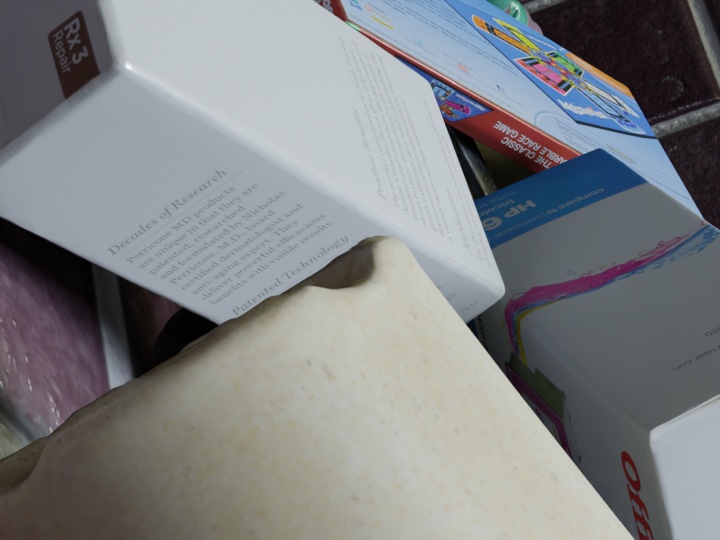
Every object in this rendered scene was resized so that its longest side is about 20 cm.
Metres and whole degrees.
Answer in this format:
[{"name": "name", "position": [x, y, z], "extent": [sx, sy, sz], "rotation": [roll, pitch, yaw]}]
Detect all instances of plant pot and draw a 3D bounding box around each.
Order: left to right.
[{"name": "plant pot", "position": [-0.002, 0.100, 0.524], "extent": [0.184, 0.200, 0.200], "rotation": [60, 9, -1]}]

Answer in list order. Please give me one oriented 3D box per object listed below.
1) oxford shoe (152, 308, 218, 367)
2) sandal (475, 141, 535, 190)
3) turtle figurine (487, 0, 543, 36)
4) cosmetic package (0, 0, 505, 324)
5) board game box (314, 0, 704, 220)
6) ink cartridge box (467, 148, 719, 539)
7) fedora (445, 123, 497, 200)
[{"name": "oxford shoe", "position": [-0.016, 0.108, 0.732], "extent": [0.084, 0.073, 0.200], "rotation": [66, 10, -59]}, {"name": "sandal", "position": [0.070, -0.019, 0.955], "extent": [0.212, 0.078, 0.070], "rotation": [-121, -142, -59]}, {"name": "turtle figurine", "position": [0.044, -0.160, 0.945], "extent": [0.101, 0.150, 0.200], "rotation": [46, 6, 26]}, {"name": "cosmetic package", "position": [-0.045, -0.044, 0.679], "extent": [0.200, 0.074, 0.102], "rotation": [29, 34, -47]}, {"name": "board game box", "position": [0.052, -0.080, 0.862], "extent": [0.200, 0.019, 0.103], "rotation": [26, 29, -34]}, {"name": "ink cartridge box", "position": [0.107, 0.061, 0.751], "extent": [0.200, 0.085, 0.145], "rotation": [-136, -154, -62]}, {"name": "fedora", "position": [0.000, 0.000, 0.904], "extent": [0.201, 0.091, 0.201], "rotation": [59, -17, 30]}]
